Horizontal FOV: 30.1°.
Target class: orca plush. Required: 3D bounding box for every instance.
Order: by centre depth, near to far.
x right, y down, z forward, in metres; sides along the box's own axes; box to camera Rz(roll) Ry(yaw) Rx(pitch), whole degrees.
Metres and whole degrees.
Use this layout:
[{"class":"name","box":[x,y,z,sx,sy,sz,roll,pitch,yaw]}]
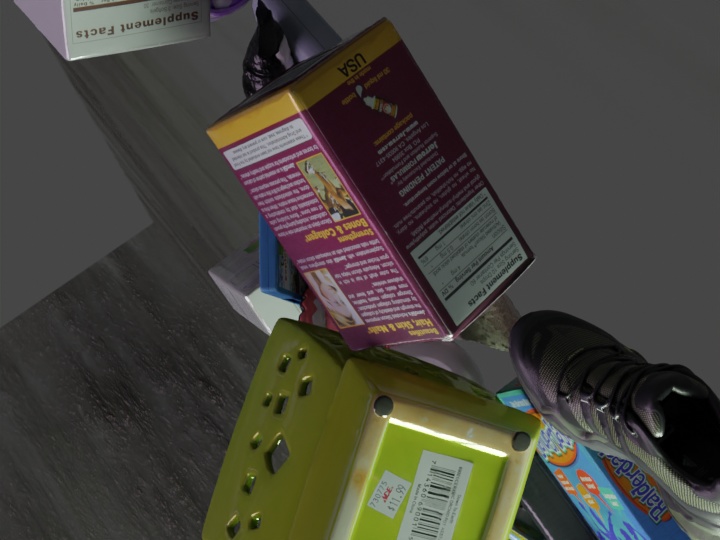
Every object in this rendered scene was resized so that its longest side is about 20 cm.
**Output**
[{"class":"orca plush","box":[-0.070,-0.116,1.066,0.105,0.071,0.200,51,169,20]}]

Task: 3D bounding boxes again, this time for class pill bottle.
[{"class":"pill bottle","box":[0.063,0.118,1.263,0.111,0.111,0.200,53,-178,7]}]

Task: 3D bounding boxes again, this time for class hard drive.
[{"class":"hard drive","box":[0.156,0.186,1.200,0.135,0.042,0.200,54,-177,1]}]

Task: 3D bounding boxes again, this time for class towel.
[{"class":"towel","box":[0.073,0.004,1.108,0.133,0.034,0.200,54,171,-9]}]

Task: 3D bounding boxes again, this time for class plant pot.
[{"class":"plant pot","box":[0.017,0.163,1.037,0.199,0.200,0.181,20,176,-22]}]

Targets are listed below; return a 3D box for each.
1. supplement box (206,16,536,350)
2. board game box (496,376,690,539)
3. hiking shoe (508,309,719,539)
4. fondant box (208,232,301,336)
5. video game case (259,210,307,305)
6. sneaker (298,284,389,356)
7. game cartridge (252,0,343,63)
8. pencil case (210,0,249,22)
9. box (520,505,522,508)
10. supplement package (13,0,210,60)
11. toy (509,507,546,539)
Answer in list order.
[{"class":"supplement box","box":[0.007,-0.054,0.934,0.131,0.103,0.200,-12,114,57]},{"class":"board game box","box":[0.193,0.160,1.033,0.200,0.045,0.152,55,171,4]},{"class":"hiking shoe","box":[0.173,0.077,0.815,0.200,0.076,0.101,39,156,26]},{"class":"fondant box","box":[-0.074,-0.007,1.434,0.058,0.144,0.200,56,170,-17]},{"class":"video game case","box":[-0.055,-0.040,1.225,0.200,0.018,0.143,29,-120,-75]},{"class":"sneaker","box":[0.000,0.000,1.218,0.074,0.087,0.200,69,-158,-54]},{"class":"game cartridge","box":[-0.027,-0.139,1.103,0.133,0.041,0.200,55,171,24]},{"class":"pencil case","box":[-0.138,-0.252,1.132,0.200,0.084,0.086,-157,72,-70]},{"class":"box","box":[0.122,0.276,1.581,0.182,0.104,0.200,46,167,36]},{"class":"supplement package","box":[-0.181,-0.269,0.948,0.117,0.117,0.200,44,140,43]},{"class":"toy","box":[0.139,0.247,1.249,0.200,0.047,0.115,36,-173,10]}]
